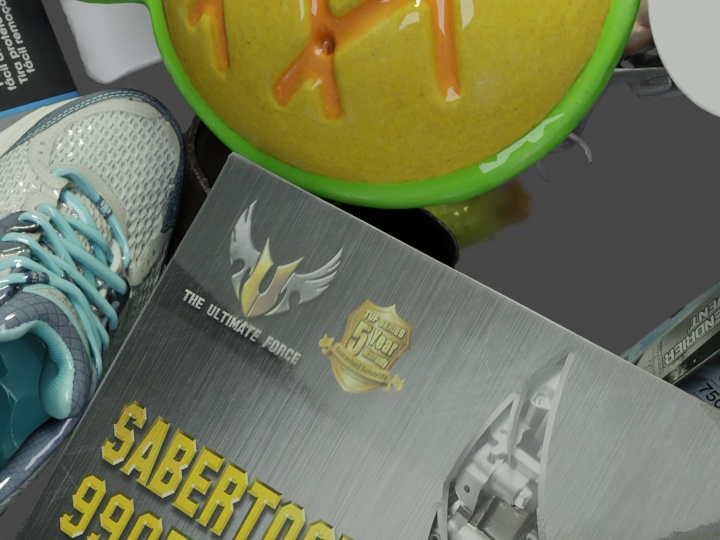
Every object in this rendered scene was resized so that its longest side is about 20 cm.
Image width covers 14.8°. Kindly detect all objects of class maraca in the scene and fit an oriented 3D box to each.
[{"bbox_3d":[-0.008,-0.098,0.810,0.199,0.107,0.137,34,84,28],"label":"maraca"}]

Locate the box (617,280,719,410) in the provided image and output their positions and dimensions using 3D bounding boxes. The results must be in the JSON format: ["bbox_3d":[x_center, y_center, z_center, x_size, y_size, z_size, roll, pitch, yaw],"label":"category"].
[{"bbox_3d":[0.156,0.086,0.821,0.200,0.040,0.137,39,122,-17],"label":"box"}]

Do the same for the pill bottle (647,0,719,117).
[{"bbox_3d":[0.172,-0.078,0.795,0.110,0.199,0.112,4,96,45],"label":"pill bottle"}]

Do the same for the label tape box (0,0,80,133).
[{"bbox_3d":[-0.168,-0.001,0.849,0.199,0.063,0.145,-20,86,-39],"label":"label tape box"}]

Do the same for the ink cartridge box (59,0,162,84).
[{"bbox_3d":[-0.076,-0.175,0.898,0.114,0.068,0.201,-22,87,0],"label":"ink cartridge box"}]

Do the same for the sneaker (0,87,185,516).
[{"bbox_3d":[-0.095,0.021,0.798,0.078,0.086,0.201,44,54,-18],"label":"sneaker"}]

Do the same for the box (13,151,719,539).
[{"bbox_3d":[0.005,0.079,0.715,0.199,0.048,0.159,29,89,38],"label":"box"}]

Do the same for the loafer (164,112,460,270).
[{"bbox_3d":[0.000,0.000,0.842,0.073,0.200,0.072,2,123,-33],"label":"loafer"}]

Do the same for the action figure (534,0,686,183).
[{"bbox_3d":[0.058,-0.127,0.863,0.129,0.069,0.202,5,100,25],"label":"action figure"}]
